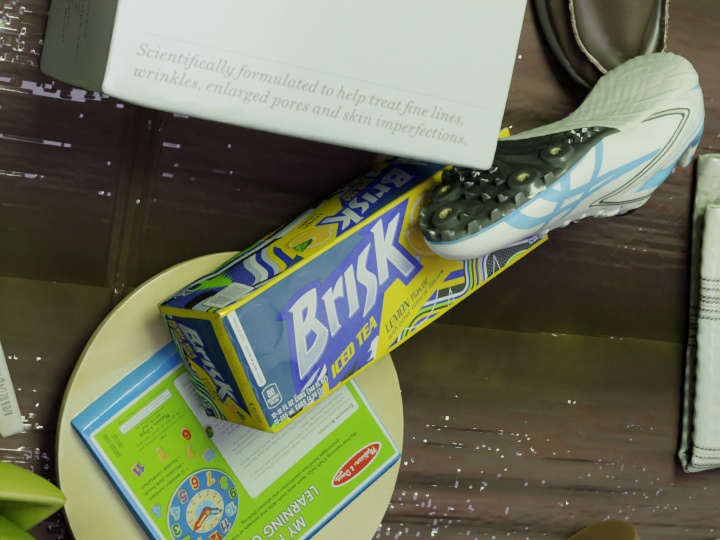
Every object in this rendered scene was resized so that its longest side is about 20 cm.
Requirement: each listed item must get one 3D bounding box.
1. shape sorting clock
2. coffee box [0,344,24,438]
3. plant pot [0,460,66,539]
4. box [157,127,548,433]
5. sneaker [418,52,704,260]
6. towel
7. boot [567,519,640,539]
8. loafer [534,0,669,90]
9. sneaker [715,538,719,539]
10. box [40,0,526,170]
[{"bbox_3d":[-0.065,0.090,0.809,0.199,0.039,0.201,0,89,-27],"label":"shape sorting clock"},{"bbox_3d":[-0.268,0.045,0.690,0.199,0.080,0.114,-18,107,-20],"label":"coffee box"},{"bbox_3d":[-0.214,0.183,0.638,0.199,0.182,0.199,-32,157,16],"label":"plant pot"},{"bbox_3d":[0.000,0.000,0.783,0.200,0.064,0.070,-34,111,-29],"label":"box"},{"bbox_3d":[0.111,-0.047,0.783,0.200,0.072,0.073,-31,118,-34],"label":"sneaker"},{"bbox_3d":[0.285,0.020,0.952,0.191,0.035,0.201,-4,100,-23],"label":"towel"},{"bbox_3d":[0.107,0.257,0.906,0.199,0.077,0.156,-31,114,-23],"label":"boot"},{"bbox_3d":[0.136,-0.193,0.827,0.073,0.071,0.201,-12,104,-21],"label":"loafer"},{"bbox_3d":[0.315,0.196,0.953,0.199,0.115,0.074,-11,102,-23],"label":"sneaker"},{"bbox_3d":[-0.029,-0.166,0.728,0.198,0.131,0.201,10,96,-24],"label":"box"}]
